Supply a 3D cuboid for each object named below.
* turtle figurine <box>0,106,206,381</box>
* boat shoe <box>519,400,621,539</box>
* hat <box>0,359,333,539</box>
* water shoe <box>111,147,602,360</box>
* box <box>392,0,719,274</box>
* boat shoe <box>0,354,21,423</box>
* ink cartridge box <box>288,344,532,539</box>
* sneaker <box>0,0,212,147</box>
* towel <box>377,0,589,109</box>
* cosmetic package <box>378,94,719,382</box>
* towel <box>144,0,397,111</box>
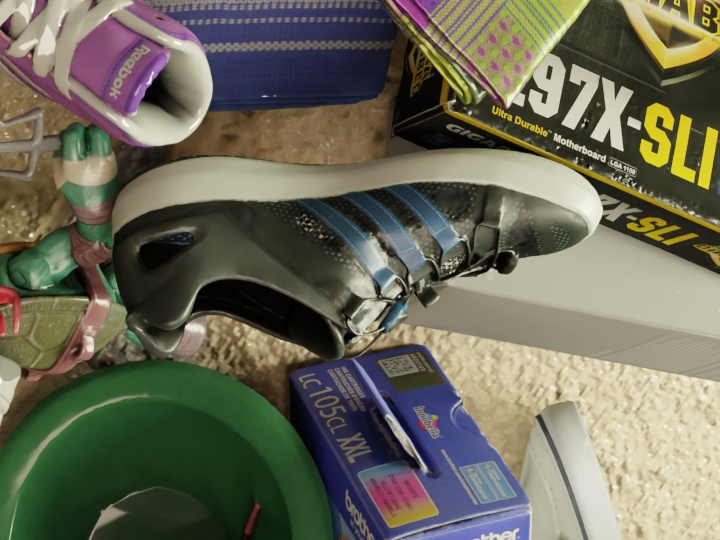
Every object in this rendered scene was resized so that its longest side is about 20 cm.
[{"bbox_3d":[-0.132,-0.004,1.245,0.199,0.149,0.101,9,79,-42],"label":"turtle figurine"},{"bbox_3d":[0.085,0.150,1.457,0.086,0.075,0.203,-15,135,-4],"label":"boat shoe"},{"bbox_3d":[-0.094,0.142,1.425,0.165,0.176,0.201,12,89,2],"label":"hat"},{"bbox_3d":[0.000,0.000,1.186,0.199,0.079,0.072,-2,158,-9],"label":"water shoe"},{"bbox_3d":[0.117,-0.100,1.252,0.199,0.049,0.161,22,70,-27],"label":"box"},{"bbox_3d":[-0.195,0.077,1.264,0.074,0.065,0.202,20,160,-18],"label":"boat shoe"},{"bbox_3d":[0.021,0.130,1.378,0.076,0.137,0.201,-11,125,-18],"label":"ink cartridge box"},{"bbox_3d":[-0.127,-0.108,1.110,0.200,0.114,0.073,30,93,-50],"label":"sneaker"},{"bbox_3d":[0.021,-0.177,1.169,0.200,0.023,0.144,46,60,-14],"label":"towel"},{"bbox_3d":[0.110,-0.019,1.315,0.199,0.090,0.108,10,75,-26],"label":"cosmetic package"},{"bbox_3d":[-0.031,-0.156,1.225,0.144,0.024,0.201,-4,122,-30],"label":"towel"}]
